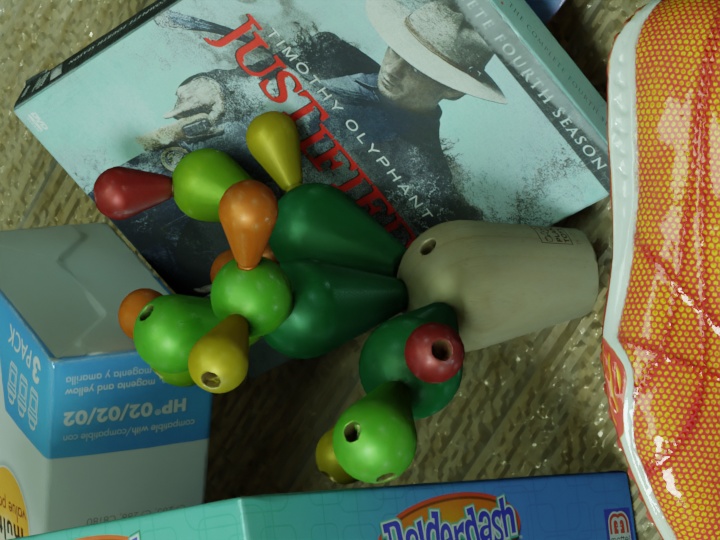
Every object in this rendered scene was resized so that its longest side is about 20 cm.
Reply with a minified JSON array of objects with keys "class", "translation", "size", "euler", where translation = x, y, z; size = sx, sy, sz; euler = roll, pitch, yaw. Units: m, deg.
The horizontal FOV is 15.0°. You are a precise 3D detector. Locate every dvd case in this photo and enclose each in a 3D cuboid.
[{"class":"dvd case","translation":[-0.015,-0.051,0.989],"size":[0.200,0.022,0.146],"euler":[-28,111,36]}]

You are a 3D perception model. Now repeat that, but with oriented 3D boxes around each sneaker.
[{"class":"sneaker","translation":[0.123,0.005,0.892],"size":[0.077,0.073,0.200],"euler":[-2,91,31]}]

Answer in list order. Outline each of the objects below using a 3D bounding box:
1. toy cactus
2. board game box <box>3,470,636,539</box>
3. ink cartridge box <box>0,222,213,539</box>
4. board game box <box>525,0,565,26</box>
[{"class":"toy cactus","translation":[0.000,0.000,0.928],"size":[0.200,0.165,0.102],"euler":[-141,48,-61]},{"class":"board game box","translation":[-0.024,0.102,0.932],"size":[0.152,0.200,0.045],"euler":[-13,81,39]},{"class":"ink cartridge box","translation":[-0.113,0.096,1.049],"size":[0.115,0.068,0.200],"euler":[43,134,54]},{"class":"board game box","translation":[0.021,-0.161,1.005],"size":[0.158,0.039,0.200],"euler":[-3,90,35]}]
